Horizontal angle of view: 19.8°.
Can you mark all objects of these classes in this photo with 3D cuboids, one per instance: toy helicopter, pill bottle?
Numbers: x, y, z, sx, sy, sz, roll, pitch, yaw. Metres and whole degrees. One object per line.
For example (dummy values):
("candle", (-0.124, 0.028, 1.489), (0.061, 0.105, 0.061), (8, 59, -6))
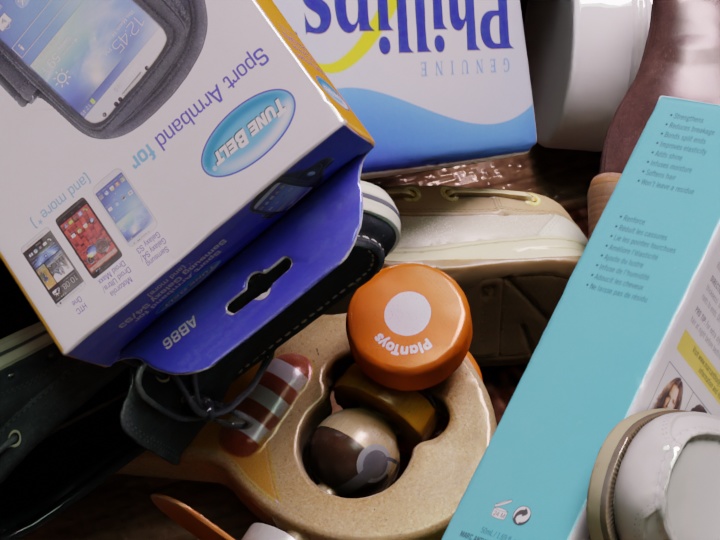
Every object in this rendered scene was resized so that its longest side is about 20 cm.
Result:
("toy helicopter", (-0.047, 0.072, 0.774), (0.198, 0.079, 0.133), (1, 63, 9))
("pill bottle", (0.180, -0.100, 0.926), (0.198, 0.115, 0.115), (1, 49, -8))

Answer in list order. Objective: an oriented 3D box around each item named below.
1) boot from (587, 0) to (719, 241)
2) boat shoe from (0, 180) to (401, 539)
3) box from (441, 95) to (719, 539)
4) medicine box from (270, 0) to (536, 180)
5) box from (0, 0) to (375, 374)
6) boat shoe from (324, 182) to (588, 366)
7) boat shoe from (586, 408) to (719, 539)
("boot", (0.189, -0.029, 0.833), (0.198, 0.072, 0.168), (20, 75, -17))
("boat shoe", (-0.069, 0.034, 0.722), (0.199, 0.075, 0.063), (-29, 60, 7))
("box", (0.097, 0.046, 0.716), (0.049, 0.082, 0.201), (14, 68, 39))
("medicine box", (-0.028, -0.133, 0.792), (0.102, 0.202, 0.182), (-7, 2, 34))
("box", (-0.086, -0.066, 0.681), (0.119, 0.041, 0.201), (-39, 70, 8))
("boat shoe", (0.000, 0.000, 0.843), (0.198, 0.075, 0.067), (3, 37, -10))
("boat shoe", (0.154, 0.104, 0.693), (0.068, 0.200, 0.075), (6, 68, 47))
